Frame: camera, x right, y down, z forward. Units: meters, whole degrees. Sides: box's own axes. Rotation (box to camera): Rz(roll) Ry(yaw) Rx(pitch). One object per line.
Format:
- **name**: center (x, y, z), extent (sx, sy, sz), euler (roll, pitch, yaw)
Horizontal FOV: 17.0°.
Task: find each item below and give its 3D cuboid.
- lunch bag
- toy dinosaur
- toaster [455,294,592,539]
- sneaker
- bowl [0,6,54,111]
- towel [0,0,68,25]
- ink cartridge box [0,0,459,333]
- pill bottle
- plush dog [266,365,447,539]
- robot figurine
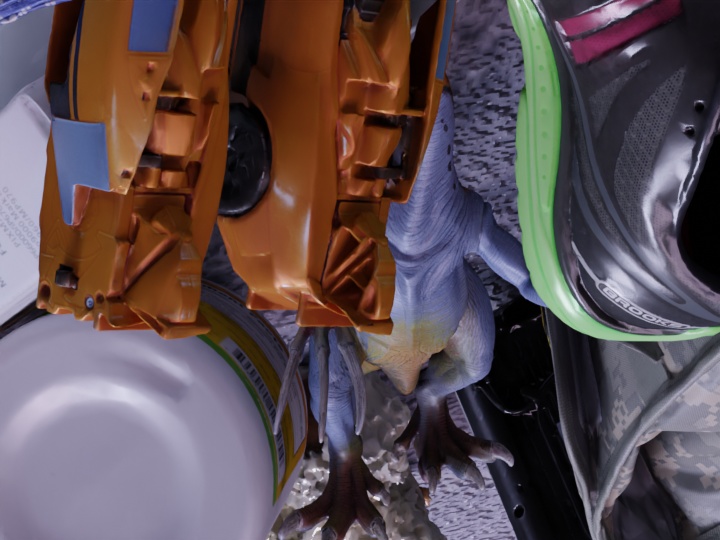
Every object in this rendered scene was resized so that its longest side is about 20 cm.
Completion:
- **lunch bag**: center (0.120, -0.008, 0.815), extent (0.117, 0.165, 0.200), euler (8, 149, -19)
- **toy dinosaur**: center (0.000, 0.000, 0.760), extent (0.104, 0.200, 0.183), euler (-17, 122, -21)
- **toaster**: center (0.142, 0.074, 0.993), extent (0.180, 0.201, 0.119), euler (-24, 155, 2)
- **sneaker**: center (0.078, -0.072, 0.622), extent (0.083, 0.077, 0.201), euler (9, 128, 35)
- **bowl**: center (-0.162, -0.054, 0.647), extent (0.201, 0.090, 0.201), euler (-41, 172, -7)
- **towel**: center (-0.087, -0.117, 0.543), extent (0.199, 0.146, 0.024), euler (-18, 157, 7)
- **ink cartridge box**: center (-0.081, -0.031, 0.747), extent (0.162, 0.057, 0.200), euler (-37, -173, -41)
- **pill bottle**: center (-0.077, 0.059, 0.857), extent (0.110, 0.112, 0.200), euler (-17, -177, 5)
- **plush dog**: center (-0.011, 0.158, 1.075), extent (0.199, 0.173, 0.160), euler (-33, 148, 31)
- **robot figurine**: center (-0.021, -0.085, 0.609), extent (0.058, 0.202, 0.144), euler (16, -168, 41)
